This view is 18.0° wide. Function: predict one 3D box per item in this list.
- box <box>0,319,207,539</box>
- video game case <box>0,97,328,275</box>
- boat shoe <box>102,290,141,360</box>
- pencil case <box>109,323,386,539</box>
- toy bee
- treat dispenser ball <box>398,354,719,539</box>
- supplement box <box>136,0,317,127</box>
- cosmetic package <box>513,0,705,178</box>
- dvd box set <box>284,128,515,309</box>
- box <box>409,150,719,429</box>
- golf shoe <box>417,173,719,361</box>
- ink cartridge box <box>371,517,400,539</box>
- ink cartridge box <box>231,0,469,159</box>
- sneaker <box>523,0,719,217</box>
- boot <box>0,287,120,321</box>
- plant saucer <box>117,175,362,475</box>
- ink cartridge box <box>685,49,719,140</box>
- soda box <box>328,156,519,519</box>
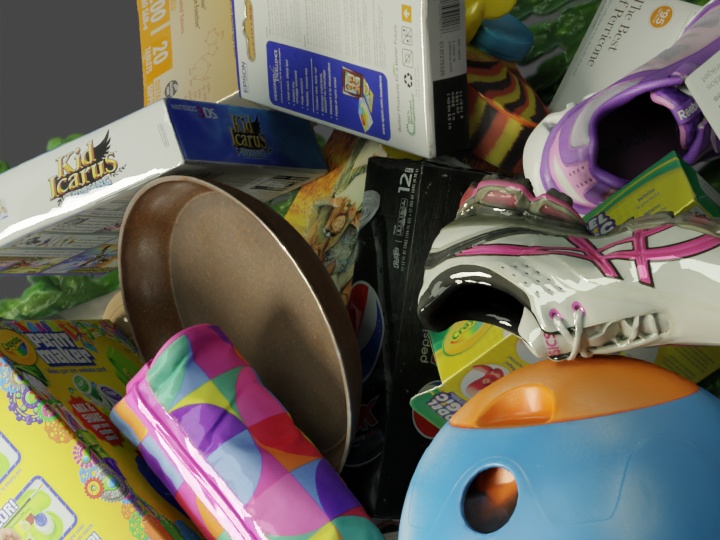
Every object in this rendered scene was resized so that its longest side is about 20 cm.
[{"bbox_3d":[-0.162,0.138,1.327,0.193,0.200,0.122,45,101,12],"label":"box"},{"bbox_3d":[-0.141,-0.049,1.396,0.180,0.200,0.046,-24,81,22],"label":"video game case"},{"bbox_3d":[-0.143,0.109,1.465,0.071,0.065,0.202,13,97,28],"label":"boat shoe"},{"bbox_3d":[-0.053,0.124,1.238,0.088,0.088,0.200,-45,72,13],"label":"pencil case"},{"bbox_3d":[0.041,-0.129,1.366,0.132,0.108,0.200,-70,23,8],"label":"toy bee"},{"bbox_3d":[0.118,0.143,1.140,0.200,0.200,0.202,-18,59,32],"label":"treat dispenser ball"},{"bbox_3d":[-0.052,-0.163,1.515,0.199,0.073,0.127,-24,56,28],"label":"supplement box"},{"bbox_3d":[0.142,-0.064,1.323,0.082,0.051,0.201,23,85,43],"label":"cosmetic package"},{"bbox_3d":[0.000,0.000,1.423,0.146,0.029,0.201,29,88,44],"label":"dvd box set"},{"bbox_3d":[0.129,0.035,1.239,0.200,0.117,0.049,-38,38,18],"label":"box"},{"bbox_3d":[0.123,0.017,1.121,0.199,0.073,0.092,11,54,32],"label":"golf shoe"},{"bbox_3d":[-0.005,0.223,1.289,0.108,0.051,0.200,-14,31,34],"label":"ink cartridge box"},{"bbox_3d":[-0.010,-0.132,1.338,0.199,0.037,0.096,20,119,49],"label":"ink cartridge box"},{"bbox_3d":[0.184,-0.094,1.240,0.199,0.088,0.081,-34,90,-6],"label":"sneaker"},{"bbox_3d":[-0.216,0.048,1.507,0.199,0.130,0.068,-33,51,22],"label":"boot"},{"bbox_3d":[-0.063,0.034,1.292,0.034,0.202,0.200,-28,34,-34],"label":"plant saucer"},{"bbox_3d":[0.287,-0.043,1.129,0.145,0.144,0.201,-39,51,18],"label":"ink cartridge box"},{"bbox_3d":[0.033,0.039,1.299,0.063,0.070,0.202,11,94,60],"label":"soda box"}]
